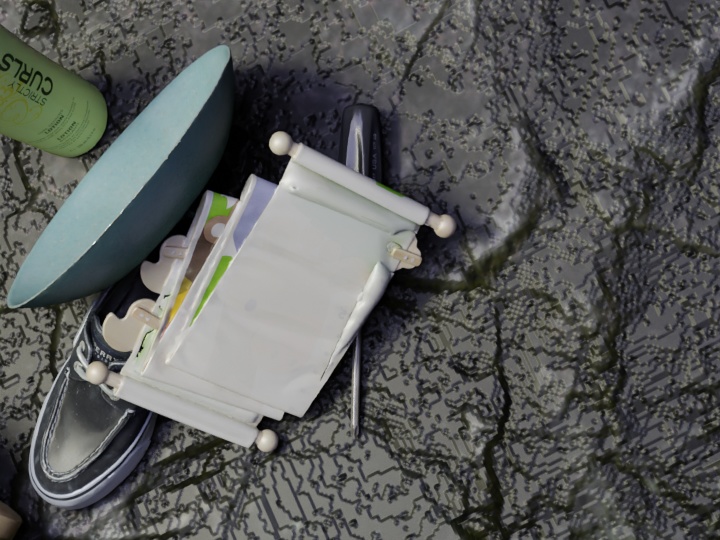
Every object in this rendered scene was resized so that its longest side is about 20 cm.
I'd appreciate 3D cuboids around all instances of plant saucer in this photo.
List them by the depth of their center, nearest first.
[{"bbox_3d":[-0.130,-0.045,1.713,0.039,0.201,0.201,41,95,-13],"label":"plant saucer"}]

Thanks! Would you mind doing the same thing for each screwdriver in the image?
[{"bbox_3d":[0.000,0.000,1.742,0.028,0.029,0.201,0,90,16],"label":"screwdriver"}]

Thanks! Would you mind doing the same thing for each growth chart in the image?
[{"bbox_3d":[-0.057,0.015,1.697,0.145,0.018,0.200,32,105,-21],"label":"growth chart"}]

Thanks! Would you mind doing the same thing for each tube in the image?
[{"bbox_3d":[-0.212,-0.108,1.723,0.052,0.200,0.058,3,81,19],"label":"tube"}]

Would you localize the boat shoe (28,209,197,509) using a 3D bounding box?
[{"bbox_3d":[-0.143,0.052,1.746,0.072,0.068,0.200,35,92,19],"label":"boat shoe"}]

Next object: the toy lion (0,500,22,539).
[{"bbox_3d":[-0.181,0.196,1.662,0.200,0.192,0.069,29,90,9],"label":"toy lion"}]
